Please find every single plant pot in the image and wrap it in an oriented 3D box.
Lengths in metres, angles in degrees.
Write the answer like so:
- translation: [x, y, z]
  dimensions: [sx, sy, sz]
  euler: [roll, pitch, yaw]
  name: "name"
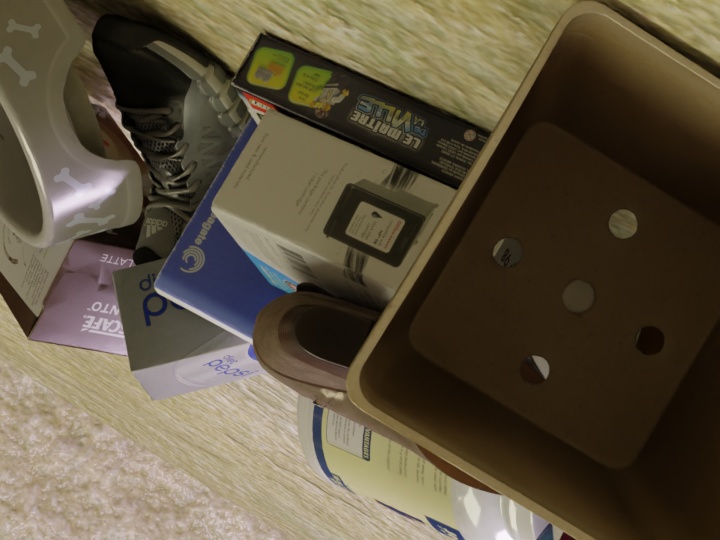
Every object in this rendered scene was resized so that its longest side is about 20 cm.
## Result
- translation: [0.116, 0.017, 1.226]
  dimensions: [0.200, 0.200, 0.177]
  euler: [31, 178, -6]
  name: "plant pot"

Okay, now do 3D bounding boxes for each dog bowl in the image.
- translation: [-0.204, -0.102, 1.567]
  dimensions: [0.200, 0.059, 0.200]
  euler: [51, 160, 27]
  name: "dog bowl"

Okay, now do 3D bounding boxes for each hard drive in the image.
- translation: [0.000, 0.000, 1.540]
  dimensions: [0.200, 0.132, 0.025]
  euler: [28, 169, 11]
  name: "hard drive"

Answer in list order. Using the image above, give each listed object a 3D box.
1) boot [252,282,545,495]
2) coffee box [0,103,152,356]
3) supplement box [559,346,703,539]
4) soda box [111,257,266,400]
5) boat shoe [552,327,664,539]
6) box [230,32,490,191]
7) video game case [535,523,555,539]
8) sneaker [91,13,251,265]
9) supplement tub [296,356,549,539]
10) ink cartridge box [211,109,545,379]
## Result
- translation: [0.035, 0.067, 1.422]
  dimensions: [0.200, 0.070, 0.146]
  euler: [31, 173, 4]
  name: "boot"
- translation: [-0.189, -0.034, 1.731]
  dimensions: [0.114, 0.080, 0.200]
  euler: [11, -153, -36]
  name: "coffee box"
- translation: [0.202, 0.110, 1.345]
  dimensions: [0.103, 0.200, 0.131]
  euler: [16, 162, 48]
  name: "supplement box"
- translation: [-0.041, 0.016, 1.591]
  dimensions: [0.200, 0.068, 0.063]
  euler: [-13, 160, 3]
  name: "soda box"
- translation: [0.153, 0.093, 1.435]
  dimensions: [0.071, 0.200, 0.070]
  euler: [21, 140, -6]
  name: "boat shoe"
- translation: [0.033, -0.057, 1.465]
  dimensions: [0.200, 0.035, 0.110]
  euler: [26, 167, 20]
  name: "box"
- translation: [0.202, 0.168, 1.506]
  dimensions: [0.181, 0.200, 0.045]
  euler: [47, 138, -5]
  name: "video game case"
- translation: [-0.112, -0.060, 1.600]
  dimensions: [0.075, 0.116, 0.200]
  euler: [20, 165, 41]
  name: "sneaker"
- translation: [0.073, 0.102, 1.757]
  dimensions: [0.200, 0.145, 0.145]
  euler: [21, 165, 38]
  name: "supplement tub"
- translation: [0.031, -0.002, 1.444]
  dimensions: [0.200, 0.067, 0.116]
  euler: [25, 166, 24]
  name: "ink cartridge box"
